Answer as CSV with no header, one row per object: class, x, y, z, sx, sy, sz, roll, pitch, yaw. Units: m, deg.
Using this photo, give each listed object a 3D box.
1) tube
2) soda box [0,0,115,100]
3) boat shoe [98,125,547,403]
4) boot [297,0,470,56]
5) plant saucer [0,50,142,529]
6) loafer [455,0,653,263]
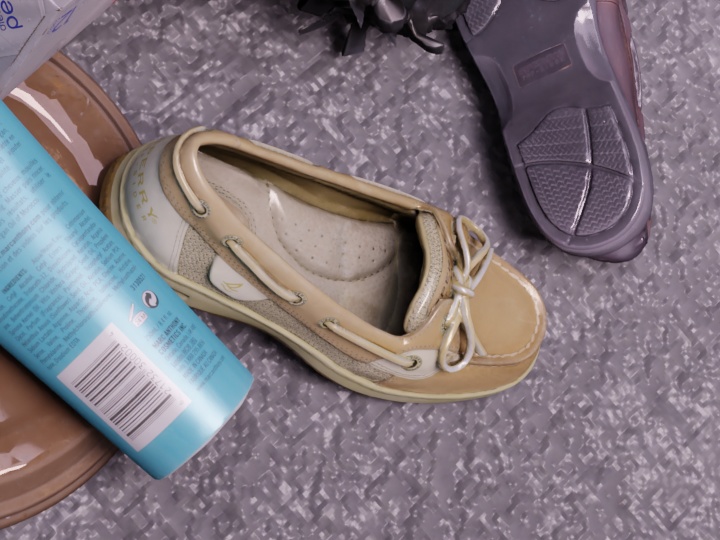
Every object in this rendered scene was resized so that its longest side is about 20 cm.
tube,-0.124,-0.013,0.724,0.200,0.050,0.077,46,78,-10
soda box,-0.096,-0.147,0.785,0.068,0.063,0.200,42,44,-4
boat shoe,0.000,-0.003,0.789,0.200,0.063,0.074,25,63,-30
boot,0.005,-0.184,0.798,0.162,0.073,0.199,8,96,-61
plant saucer,-0.155,-0.004,0.749,0.199,0.029,0.201,5,78,-26
loafer,0.083,-0.097,0.882,0.072,0.063,0.201,-16,73,17
